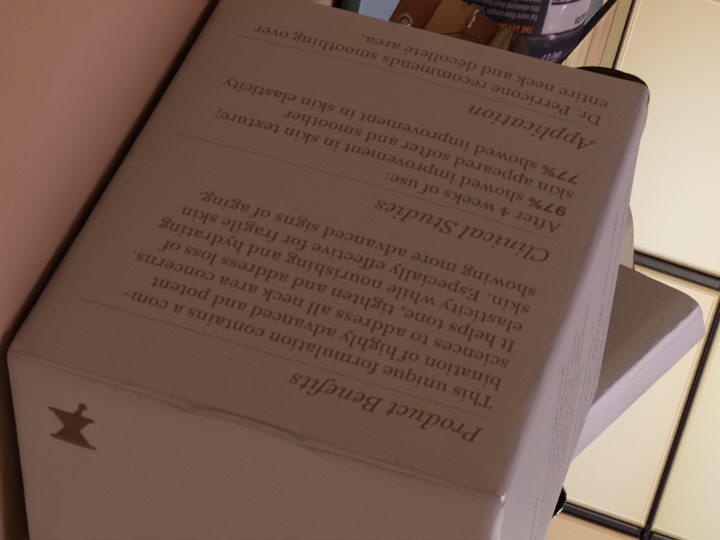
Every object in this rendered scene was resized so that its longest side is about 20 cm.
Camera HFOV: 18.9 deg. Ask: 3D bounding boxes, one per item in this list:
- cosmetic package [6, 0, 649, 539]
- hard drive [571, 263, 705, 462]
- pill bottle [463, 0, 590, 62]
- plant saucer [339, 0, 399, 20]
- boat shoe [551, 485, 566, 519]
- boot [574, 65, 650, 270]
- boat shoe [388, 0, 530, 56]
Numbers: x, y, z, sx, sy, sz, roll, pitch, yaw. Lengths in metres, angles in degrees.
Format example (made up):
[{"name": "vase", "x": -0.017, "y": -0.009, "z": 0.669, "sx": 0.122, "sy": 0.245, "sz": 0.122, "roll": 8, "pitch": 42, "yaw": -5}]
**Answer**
[{"name": "cosmetic package", "x": -0.007, "y": 0.035, "z": 0.776, "sx": 0.167, "sy": 0.167, "sz": 0.200, "roll": 94, "pitch": 16, "yaw": -47}, {"name": "hard drive", "x": 0.032, "y": 0.056, "z": 0.914, "sx": 0.200, "sy": 0.132, "sz": 0.027, "roll": -39, "pitch": 134, "yaw": -26}, {"name": "pill bottle", "x": 0.072, "y": -0.174, "z": 1.085, "sx": 0.106, "sy": 0.106, "sz": 0.201, "roll": -57, "pitch": 163, "yaw": -61}, {"name": "plant saucer", "x": 0.028, "y": -0.187, "z": 0.999, "sx": 0.070, "sy": 0.019, "sz": 0.201, "roll": -22, "pitch": 135, "yaw": -47}, {"name": "boat shoe", "x": 0.055, "y": 0.099, "z": 0.936, "sx": 0.200, "sy": 0.066, "sz": 0.075, "roll": -58, "pitch": 140, "yaw": -37}, {"name": "boot", "x": 0.090, "y": 0.010, "z": 1.096, "sx": 0.200, "sy": 0.072, "sz": 0.155, "roll": -51, "pitch": 149, "yaw": -40}, {"name": "boat shoe", "x": -0.010, "y": -0.039, "z": 0.943, "sx": 0.200, "sy": 0.074, "sz": 0.076, "roll": -51, "pitch": -178, "yaw": 6}]
